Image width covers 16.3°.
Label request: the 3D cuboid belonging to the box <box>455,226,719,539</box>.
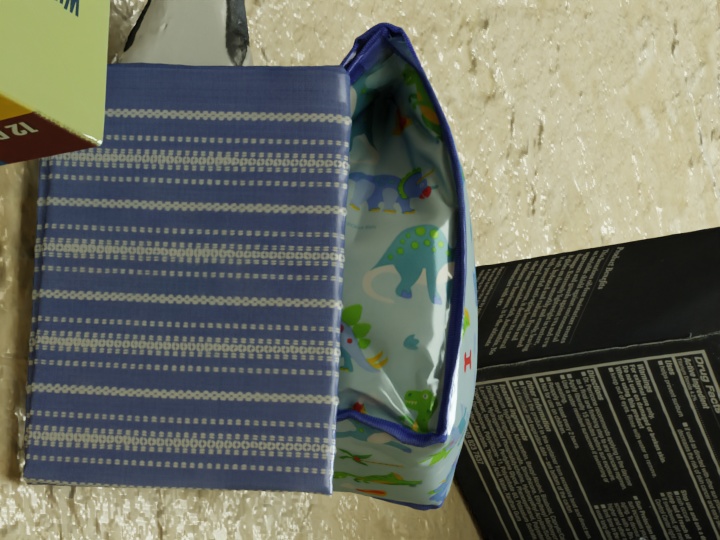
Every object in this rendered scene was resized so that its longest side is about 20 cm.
[{"bbox_3d":[0.168,0.095,1.465,0.201,0.197,0.123,65,34,-26],"label":"box"}]

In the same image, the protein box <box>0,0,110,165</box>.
[{"bbox_3d":[-0.204,-0.159,0.968,0.198,0.134,0.202,27,59,-55],"label":"protein box"}]

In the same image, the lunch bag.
[{"bbox_3d":[0.000,0.000,1.224,0.170,0.126,0.202,92,7,-75],"label":"lunch bag"}]

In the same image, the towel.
[{"bbox_3d":[-0.078,0.001,1.136,0.024,0.143,0.202,68,24,-74],"label":"towel"}]

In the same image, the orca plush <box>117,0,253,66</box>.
[{"bbox_3d":[-0.099,-0.089,1.225,0.104,0.071,0.202,-5,75,-15],"label":"orca plush"}]

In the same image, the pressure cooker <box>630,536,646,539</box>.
[{"bbox_3d":[0.149,0.244,1.390,0.176,0.199,0.180,33,56,-52],"label":"pressure cooker"}]
